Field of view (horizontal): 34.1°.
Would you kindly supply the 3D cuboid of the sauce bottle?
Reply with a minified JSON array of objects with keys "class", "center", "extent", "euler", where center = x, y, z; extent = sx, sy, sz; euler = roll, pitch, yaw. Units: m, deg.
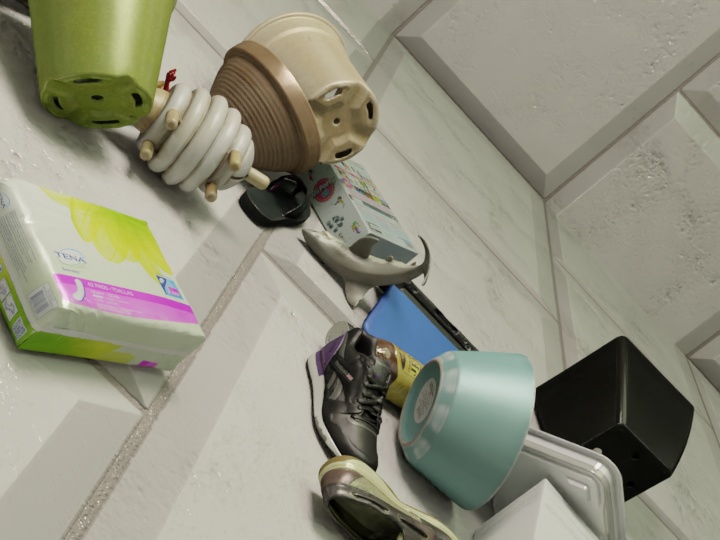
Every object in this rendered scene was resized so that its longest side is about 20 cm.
[{"class":"sauce bottle","center":[0.037,0.128,1.491],"extent":[0.200,0.065,0.065],"euler":[36,22,-36]}]

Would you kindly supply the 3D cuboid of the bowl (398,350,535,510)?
[{"class":"bowl","center":[0.116,0.178,1.421],"extent":[0.105,0.201,0.201],"euler":[22,25,-14]}]

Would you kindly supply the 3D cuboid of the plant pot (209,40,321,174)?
[{"class":"plant pot","center":[-0.150,-0.209,1.630],"extent":[0.201,0.093,0.201],"euler":[45,-23,26]}]

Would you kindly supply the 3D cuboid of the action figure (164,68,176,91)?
[{"class":"action figure","center":[-0.255,-0.221,1.470],"extent":[0.200,0.099,0.065],"euler":[28,29,-54]}]

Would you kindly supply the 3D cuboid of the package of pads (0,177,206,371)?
[{"class":"package of pads","center":[-0.246,0.005,1.062],"extent":[0.200,0.068,0.155],"euler":[19,35,-58]}]

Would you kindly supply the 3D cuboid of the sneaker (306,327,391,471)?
[{"class":"sneaker","center":[-0.004,0.140,1.329],"extent":[0.076,0.088,0.200],"euler":[36,22,-36]}]

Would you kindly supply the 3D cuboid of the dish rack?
[{"class":"dish rack","center":[0.231,0.275,1.463],"extent":[0.200,0.044,0.172],"euler":[17,-46,36]}]

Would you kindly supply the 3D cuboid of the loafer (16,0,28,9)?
[{"class":"loafer","center":[-0.384,-0.348,1.436],"extent":[0.063,0.072,0.200],"euler":[16,7,33]}]

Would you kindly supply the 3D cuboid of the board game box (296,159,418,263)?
[{"class":"board game box","center":[-0.012,-0.098,1.843],"extent":[0.148,0.064,0.200],"euler":[24,32,-55]}]

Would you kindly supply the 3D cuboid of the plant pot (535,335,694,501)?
[{"class":"plant pot","center":[0.414,0.265,1.923],"extent":[0.200,0.200,0.177],"euler":[44,29,-16]}]

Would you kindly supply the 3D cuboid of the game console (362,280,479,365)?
[{"class":"game console","center":[0.081,0.112,1.706],"extent":[0.200,0.118,0.171],"euler":[47,-13,-9]}]

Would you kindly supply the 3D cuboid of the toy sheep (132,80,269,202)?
[{"class":"toy sheep","center":[-0.195,-0.152,1.411],"extent":[0.200,0.138,0.138],"euler":[38,21,-21]}]

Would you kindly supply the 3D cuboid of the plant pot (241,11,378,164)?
[{"class":"plant pot","center":[-0.071,-0.256,1.742],"extent":[0.200,0.200,0.183],"euler":[33,12,-41]}]

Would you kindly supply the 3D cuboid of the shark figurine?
[{"class":"shark figurine","center":[0.020,0.010,1.633],"extent":[0.214,0.090,0.128],"euler":[11,-28,32]}]

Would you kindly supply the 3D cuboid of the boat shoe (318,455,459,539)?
[{"class":"boat shoe","center":[0.032,0.271,1.189],"extent":[0.201,0.072,0.066],"euler":[43,29,-17]}]

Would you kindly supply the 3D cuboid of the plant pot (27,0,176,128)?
[{"class":"plant pot","center":[-0.293,-0.269,1.318],"extent":[0.200,0.200,0.190],"euler":[27,53,-50]}]

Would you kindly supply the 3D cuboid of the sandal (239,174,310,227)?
[{"class":"sandal","center":[-0.105,-0.100,1.649],"extent":[0.075,0.048,0.200],"euler":[50,18,1]}]

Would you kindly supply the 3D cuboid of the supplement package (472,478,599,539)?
[{"class":"supplement package","center":[0.197,0.347,1.335],"extent":[0.117,0.117,0.200],"euler":[50,17,-1]}]
